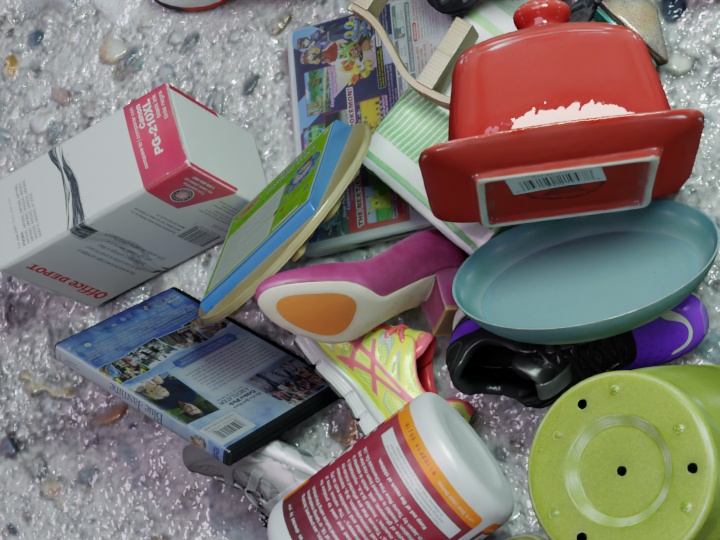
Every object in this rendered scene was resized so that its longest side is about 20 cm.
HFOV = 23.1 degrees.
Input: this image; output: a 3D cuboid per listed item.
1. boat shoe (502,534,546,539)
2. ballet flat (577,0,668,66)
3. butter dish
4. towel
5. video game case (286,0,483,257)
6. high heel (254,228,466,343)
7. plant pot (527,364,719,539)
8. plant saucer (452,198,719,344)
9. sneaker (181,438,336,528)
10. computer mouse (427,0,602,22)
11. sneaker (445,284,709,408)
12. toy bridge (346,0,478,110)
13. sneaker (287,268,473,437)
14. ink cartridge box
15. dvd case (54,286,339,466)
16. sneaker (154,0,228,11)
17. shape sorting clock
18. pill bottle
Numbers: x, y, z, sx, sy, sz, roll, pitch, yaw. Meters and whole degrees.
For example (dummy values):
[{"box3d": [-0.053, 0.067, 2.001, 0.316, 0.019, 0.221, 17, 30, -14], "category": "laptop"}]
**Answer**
[{"box3d": [0.060, 0.263, 1.330, 0.199, 0.063, 0.074, -36, 63, 15], "category": "boat shoe"}, {"box3d": [0.183, -0.238, 1.389, 0.067, 0.068, 0.200, -49, 62, 5], "category": "ballet flat"}, {"box3d": [0.139, -0.124, 1.278, 0.198, 0.200, 0.149, -7, 77, 5], "category": "butter dish"}, {"box3d": [0.107, -0.125, 1.402, 0.152, 0.023, 0.200, 40, 91, 23], "category": "towel"}, {"box3d": [0.027, -0.125, 1.468, 0.181, 0.023, 0.202, -12, 73, 25], "category": "video game case"}, {"box3d": [0.000, 0.000, 1.358, 0.068, 0.198, 0.096, -65, 37, 40], "category": "high heel"}, {"box3d": [0.205, 0.148, 1.208, 0.199, 0.193, 0.203, -7, 74, 26], "category": "plant pot"}, {"box3d": [0.166, 0.003, 1.292, 0.198, 0.200, 0.028, -3, 118, 27], "category": "plant saucer"}, {"box3d": [-0.064, 0.179, 1.409, 0.198, 0.075, 0.083, 12, 83, 29], "category": "sneaker"}, {"box3d": [0.128, -0.236, 1.370, 0.200, 0.046, 0.141, -33, 81, 51], "category": "computer mouse"}, {"box3d": [0.155, 0.063, 1.293, 0.198, 0.100, 0.070, -8, 115, 21], "category": "sneaker"}, {"box3d": [0.068, -0.167, 1.402, 0.199, 0.027, 0.068, 31, 87, 23], "category": "toy bridge"}, {"box3d": [0.017, 0.068, 1.399, 0.090, 0.078, 0.200, -43, 73, 12], "category": "sneaker"}, {"box3d": [-0.197, -0.059, 1.498, 0.199, 0.145, 0.085, -27, 65, 19], "category": "ink cartridge box"}, {"box3d": [-0.131, 0.082, 1.441, 0.199, 0.142, 0.018, 27, 125, 30], "category": "dvd case"}, {"box3d": [-0.122, -0.277, 1.534, 0.200, 0.108, 0.068, 1, 78, 28], "category": "sneaker"}, {"box3d": [-0.058, -0.036, 1.393, 0.200, 0.039, 0.200, -46, 17, 19], "category": "shape sorting clock"}, {"box3d": [0.005, 0.190, 1.302, 0.199, 0.113, 0.113, -38, 63, 11], "category": "pill bottle"}]
